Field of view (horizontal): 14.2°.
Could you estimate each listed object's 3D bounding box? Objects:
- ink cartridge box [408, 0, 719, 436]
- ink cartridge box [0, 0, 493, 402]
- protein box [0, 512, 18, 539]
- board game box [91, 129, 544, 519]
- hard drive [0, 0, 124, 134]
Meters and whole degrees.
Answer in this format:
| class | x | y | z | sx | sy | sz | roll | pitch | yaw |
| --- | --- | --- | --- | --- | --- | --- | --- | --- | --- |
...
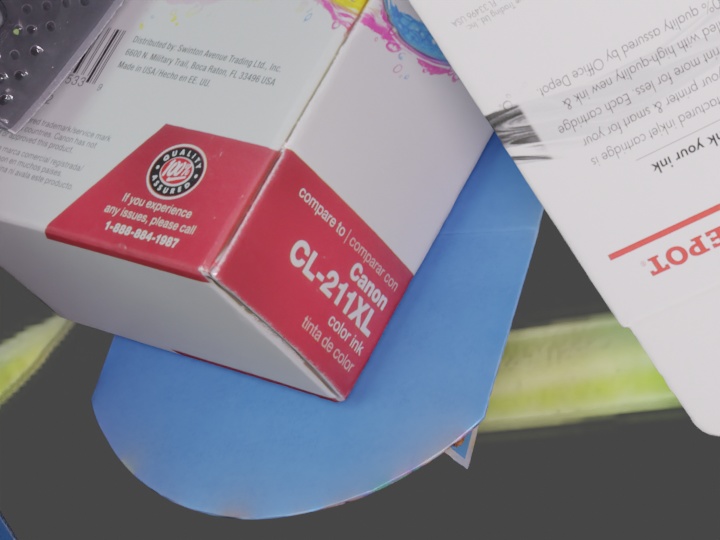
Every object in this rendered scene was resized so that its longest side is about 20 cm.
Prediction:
| class | x | y | z | sx | sy | sz | roll | pitch | yaw |
| --- | --- | --- | --- | --- | --- | --- | --- | --- | --- |
| ink cartridge box | 0.100 | -0.064 | 0.827 | 0.116 | 0.068 | 0.200 | -26 | 103 | 35 |
| ink cartridge box | -0.027 | -0.075 | 0.930 | 0.146 | 0.083 | 0.200 | 15 | 69 | 44 |
| protein box | -0.207 | 0.138 | 0.950 | 0.198 | 0.200 | 0.135 | -38 | 48 | -14 |
| board game box | 0.000 | 0.000 | 0.946 | 0.158 | 0.039 | 0.200 | -3 | 57 | 35 |
| hard drive | -0.110 | -0.156 | 0.904 | 0.200 | 0.135 | 0.042 | -60 | 21 | -18 |
